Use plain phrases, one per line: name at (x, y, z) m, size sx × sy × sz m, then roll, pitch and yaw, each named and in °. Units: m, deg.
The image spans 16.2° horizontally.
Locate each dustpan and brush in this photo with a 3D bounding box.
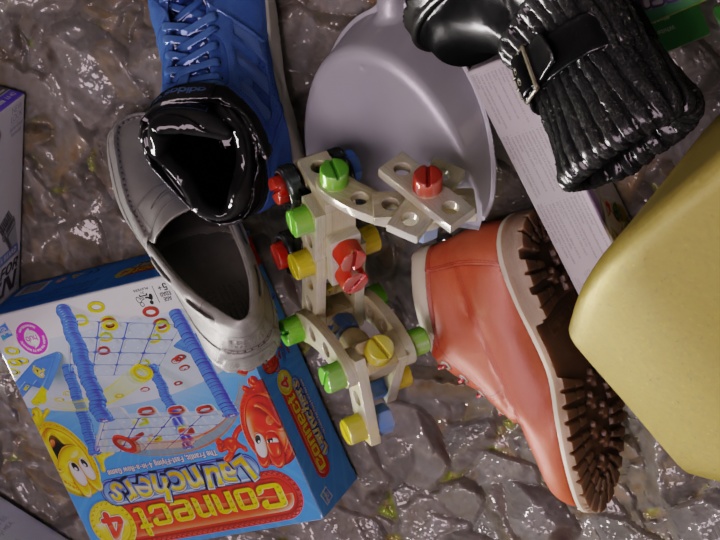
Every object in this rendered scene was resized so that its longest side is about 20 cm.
dustpan and brush at (0.019, -0.132, 1.559) m, size 0.139 × 0.057 × 0.200 m, roll 11°, pitch 127°, yaw 35°

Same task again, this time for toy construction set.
toy construction set at (0.000, 0.000, 1.559) m, size 0.131 × 0.092 × 0.200 m, roll 58°, pitch 145°, yaw 35°

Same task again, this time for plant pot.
plant pot at (0.235, 0.008, 1.441) m, size 0.196 × 0.194 × 0.200 m, roll 50°, pitch 131°, yaw -5°

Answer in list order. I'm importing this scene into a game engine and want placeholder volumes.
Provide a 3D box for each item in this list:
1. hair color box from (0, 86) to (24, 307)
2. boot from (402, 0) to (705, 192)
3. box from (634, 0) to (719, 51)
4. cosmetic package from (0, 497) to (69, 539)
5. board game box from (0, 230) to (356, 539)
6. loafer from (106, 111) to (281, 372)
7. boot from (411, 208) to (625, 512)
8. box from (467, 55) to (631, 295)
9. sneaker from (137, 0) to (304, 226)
hair color box at (-0.283, -0.020, 1.729) m, size 0.065 × 0.109 × 0.200 m, roll 16°, pitch 122°, yaw 18°
boot at (0.104, -0.115, 1.423) m, size 0.158 × 0.079 × 0.211 m, roll 61°, pitch 163°, yaw 5°
box at (0.172, -0.222, 1.398) m, size 0.117 × 0.048 × 0.200 m, roll -23°, pitch 109°, yaw -1°
cosmetic package at (-0.313, 0.269, 1.866) m, size 0.200 × 0.165 × 0.165 m, roll 32°, pitch 125°, yaw 7°
board game box at (-0.131, 0.088, 1.744) m, size 0.200 × 0.056 × 0.196 m, roll -13°, pitch 109°, yaw 31°
loafer at (-0.107, -0.028, 1.619) m, size 0.200 × 0.070 × 0.070 m, roll 57°, pitch 167°, yaw 26°
boot at (0.100, 0.063, 1.611) m, size 0.107 × 0.075 × 0.200 m, roll -12°, pitch 102°, yaw 34°
box at (0.130, -0.047, 1.550) m, size 0.041 × 0.039 × 0.200 m, roll -20°, pitch 106°, yaw 32°
sneaker at (-0.097, -0.125, 1.566) m, size 0.077 × 0.111 × 0.200 m, roll -9°, pitch 104°, yaw 21°
